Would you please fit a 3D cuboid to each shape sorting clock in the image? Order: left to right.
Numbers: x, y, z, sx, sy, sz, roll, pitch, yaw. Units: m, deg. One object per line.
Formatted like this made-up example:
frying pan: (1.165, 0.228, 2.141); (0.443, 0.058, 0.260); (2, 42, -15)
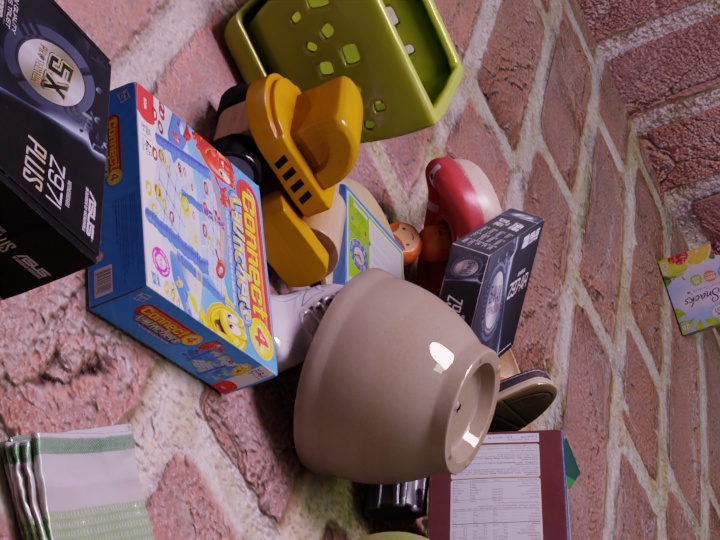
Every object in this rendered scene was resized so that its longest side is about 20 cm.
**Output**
shape sorting clock: (0.000, 0.000, 1.689); (0.200, 0.039, 0.200); (48, 33, -47)

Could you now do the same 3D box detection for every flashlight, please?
flashlight: (0.030, 0.155, 1.577); (0.068, 0.068, 0.200); (18, 55, -19)

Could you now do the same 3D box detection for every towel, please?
towel: (-0.173, 0.204, 1.085); (0.149, 0.031, 0.200); (5, 67, -67)

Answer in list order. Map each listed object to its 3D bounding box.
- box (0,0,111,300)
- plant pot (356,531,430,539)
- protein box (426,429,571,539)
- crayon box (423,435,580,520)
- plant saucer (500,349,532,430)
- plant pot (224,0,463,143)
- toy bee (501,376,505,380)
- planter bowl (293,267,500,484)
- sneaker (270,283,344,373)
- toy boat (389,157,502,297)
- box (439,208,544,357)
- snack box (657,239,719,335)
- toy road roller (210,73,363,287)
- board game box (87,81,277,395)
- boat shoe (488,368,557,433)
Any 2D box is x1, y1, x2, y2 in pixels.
box: (-0.257, -0.110, 1.089); (0.164, 0.086, 0.200); (49, 29, -45)
plant pot: (0.034, 0.324, 1.307); (0.200, 0.200, 0.190); (56, 13, -32)
protein box: (0.141, 0.297, 1.548); (0.200, 0.135, 0.199); (-85, 169, -49)
crayon box: (0.158, 0.247, 1.734); (0.051, 0.127, 0.200); (69, 22, -2)
plant saucer: (0.157, 0.141, 1.955); (0.200, 0.035, 0.200); (52, 27, -40)
plant pot: (-0.021, -0.235, 1.655); (0.199, 0.181, 0.200); (63, 22, -15)
toy bee: (0.109, 0.152, 1.727); (0.131, 0.109, 0.200); (49, 29, -39)
planter bowl: (0.046, 0.111, 1.445); (0.200, 0.135, 0.200); (-46, 146, -46)
sneaker: (-0.046, 0.043, 1.470); (0.075, 0.087, 0.200); (69, 22, -5)
toy boat: (0.083, -0.033, 1.823); (0.131, 0.131, 0.200); (-125, -142, -56)
box: (0.133, 0.030, 1.704); (0.200, 0.044, 0.160); (-28, 134, -64)
snack box: (0.746, 0.028, 3.293); (0.068, 0.200, 0.169); (6, 66, -67)
toy road roller: (-0.049, -0.097, 1.506); (0.200, 0.146, 0.123); (56, 25, -32)
board game box: (-0.150, -0.024, 1.317); (0.196, 0.056, 0.200); (40, 36, -52)
boat shoe: (0.106, 0.145, 1.603); (0.072, 0.201, 0.066); (31, 35, -44)
